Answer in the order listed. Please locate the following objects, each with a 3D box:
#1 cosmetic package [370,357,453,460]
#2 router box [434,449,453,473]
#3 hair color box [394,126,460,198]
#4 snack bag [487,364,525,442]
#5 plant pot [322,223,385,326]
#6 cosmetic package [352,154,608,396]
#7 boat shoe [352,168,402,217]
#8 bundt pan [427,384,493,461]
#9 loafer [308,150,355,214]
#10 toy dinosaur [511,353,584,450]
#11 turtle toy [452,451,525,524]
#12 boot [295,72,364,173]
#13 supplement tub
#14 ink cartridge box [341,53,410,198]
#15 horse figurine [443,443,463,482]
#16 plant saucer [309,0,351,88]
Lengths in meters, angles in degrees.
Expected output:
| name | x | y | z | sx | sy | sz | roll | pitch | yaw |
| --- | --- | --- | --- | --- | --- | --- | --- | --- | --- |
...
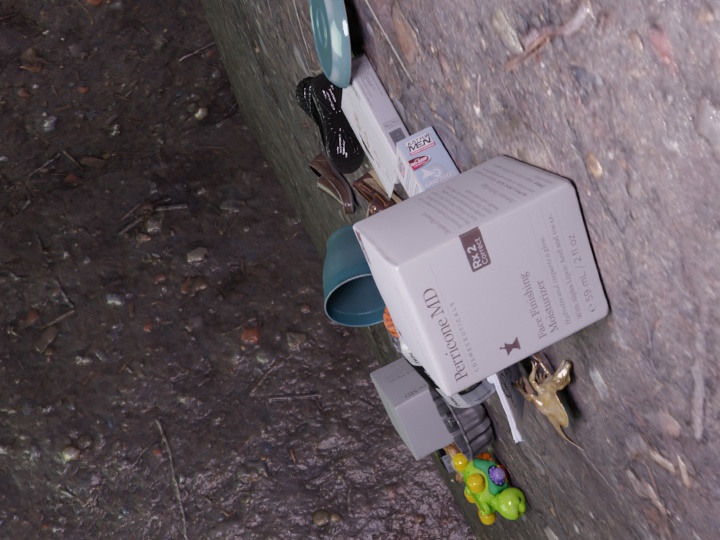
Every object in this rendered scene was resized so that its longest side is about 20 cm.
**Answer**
| name | x | y | z | sx | sy | sz | roll | pitch | yaw |
| --- | --- | --- | --- | --- | --- | --- | --- | --- | --- |
| cosmetic package | 0.151 | 0.320 | 1.951 | 0.167 | 0.167 | 0.200 | 67 | 171 | -22 |
| router box | 0.233 | 0.504 | 2.458 | 0.200 | 0.052 | 0.157 | 66 | 173 | -15 |
| hair color box | 0.121 | -0.094 | 1.139 | 0.200 | 0.061 | 0.099 | 61 | 172 | 15 |
| snack bag | 0.202 | 0.127 | 1.172 | 0.189 | 0.021 | 0.200 | -54 | -57 | -69 |
| plant pot | 0.000 | 0.000 | 1.878 | 0.200 | 0.200 | 0.188 | 73 | -177 | -52 |
| cosmetic package | 0.127 | -0.002 | 0.868 | 0.165 | 0.200 | 0.165 | 66 | 172 | -23 |
| boat shoe | 0.045 | -0.116 | 1.545 | 0.200 | 0.072 | 0.072 | 59 | 172 | 32 |
| bundt pan | 0.226 | 0.313 | 1.750 | 0.202 | 0.076 | 0.202 | 62 | 173 | 13 |
| loafer | -0.074 | -0.215 | 2.041 | 0.200 | 0.071 | 0.073 | 60 | 172 | 28 |
| toy dinosaur | 0.264 | 0.185 | 1.117 | 0.101 | 0.058 | 0.200 | 55 | 169 | 45 |
| turtle toy | 0.294 | 0.490 | 1.789 | 0.200 | 0.101 | 0.146 | 51 | 165 | 58 |
| boot | -0.063 | -0.300 | 1.622 | 0.158 | 0.079 | 0.211 | -164 | 59 | -71 |
| supplement tub | 0.129 | 0.113 | 1.231 | 0.200 | 0.122 | 0.123 | 47 | -177 | -33 |
| ink cartridge box | 0.030 | -0.238 | 1.345 | 0.200 | 0.044 | 0.174 | 63 | 173 | 10 |
| horse figurine | 0.276 | 0.544 | 2.287 | 0.200 | 0.050 | 0.133 | 70 | 160 | -3 |
| plant saucer | -0.052 | -0.390 | 1.271 | 0.200 | 0.027 | 0.200 | 168 | 90 | -81 |
